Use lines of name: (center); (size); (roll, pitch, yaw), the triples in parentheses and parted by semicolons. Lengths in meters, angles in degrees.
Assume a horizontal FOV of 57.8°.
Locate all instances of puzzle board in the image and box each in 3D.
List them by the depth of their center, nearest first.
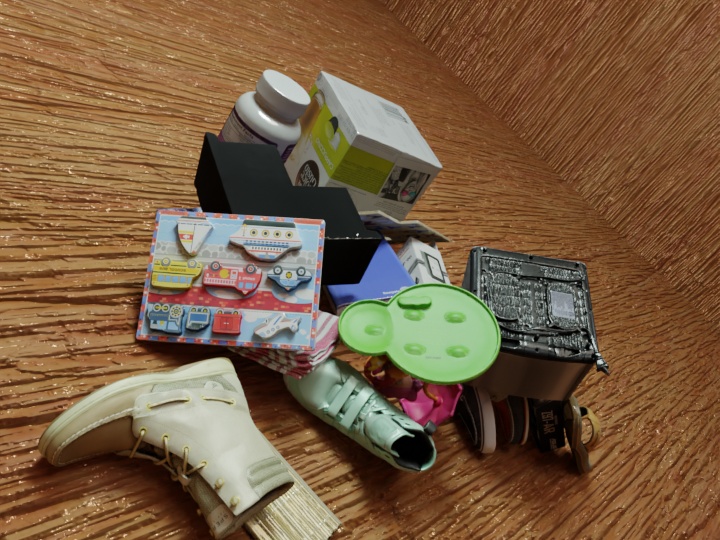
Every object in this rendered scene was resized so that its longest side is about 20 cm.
puzzle board: (-0.143, 0.008, 0.732); (0.196, 0.017, 0.154); (4, 74, 0)

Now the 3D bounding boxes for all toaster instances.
toaster: (0.234, 0.079, 0.926); (0.177, 0.120, 0.202); (8, 48, 1)

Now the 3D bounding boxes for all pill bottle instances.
pill bottle: (-0.162, -0.204, 1.021); (0.111, 0.201, 0.113); (28, 28, -17)

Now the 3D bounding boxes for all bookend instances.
bookend: (-0.105, -0.082, 0.885); (0.196, 0.093, 0.202); (-3, 50, -31)

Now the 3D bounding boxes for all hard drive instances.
hard drive: (0.000, 0.000, 1.002); (0.130, 0.026, 0.201); (-7, 32, -15)

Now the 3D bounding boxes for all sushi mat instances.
sushi mat: (-0.109, 0.210, 0.666); (0.200, 0.012, 0.095); (45, 27, 12)

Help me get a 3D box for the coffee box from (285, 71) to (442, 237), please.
coffee box: (-0.012, -0.200, 1.202); (0.198, 0.199, 0.201); (13, 37, -37)

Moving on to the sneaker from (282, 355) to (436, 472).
sneaker: (0.004, 0.162, 0.758); (0.199, 0.074, 0.118); (35, -11, -11)

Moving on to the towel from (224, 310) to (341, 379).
towel: (-0.121, 0.056, 0.798); (0.197, 0.030, 0.146); (22, 22, 12)

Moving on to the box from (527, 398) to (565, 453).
box: (0.273, 0.166, 1.066); (0.201, 0.043, 0.162); (-103, 175, -52)

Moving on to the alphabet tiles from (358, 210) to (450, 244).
alphabet tiles: (0.038, -0.069, 1.099); (0.199, 0.165, 0.008); (20, 73, -57)

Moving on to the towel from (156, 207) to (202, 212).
towel: (-0.168, -0.052, 0.922); (0.198, 0.024, 0.145); (-9, 45, -39)

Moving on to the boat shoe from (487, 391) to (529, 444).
boat shoe: (0.208, 0.167, 1.001); (0.061, 0.071, 0.204); (-5, 73, -17)

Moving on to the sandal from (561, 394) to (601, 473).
sandal: (0.348, 0.251, 1.019); (0.081, 0.053, 0.201); (-96, 163, -44)

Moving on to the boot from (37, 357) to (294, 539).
boot: (-0.165, 0.171, 0.586); (0.198, 0.072, 0.156); (-12, 59, -47)

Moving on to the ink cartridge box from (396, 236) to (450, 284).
ink cartridge box: (0.082, 0.032, 1.056); (0.067, 0.116, 0.201); (25, 30, -24)

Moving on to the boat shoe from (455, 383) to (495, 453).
boat shoe: (0.147, 0.178, 0.976); (0.067, 0.072, 0.203); (-7, 58, -9)

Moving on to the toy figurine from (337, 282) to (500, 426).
toy figurine: (0.066, 0.133, 0.846); (0.196, 0.186, 0.152); (2, 46, -1)
